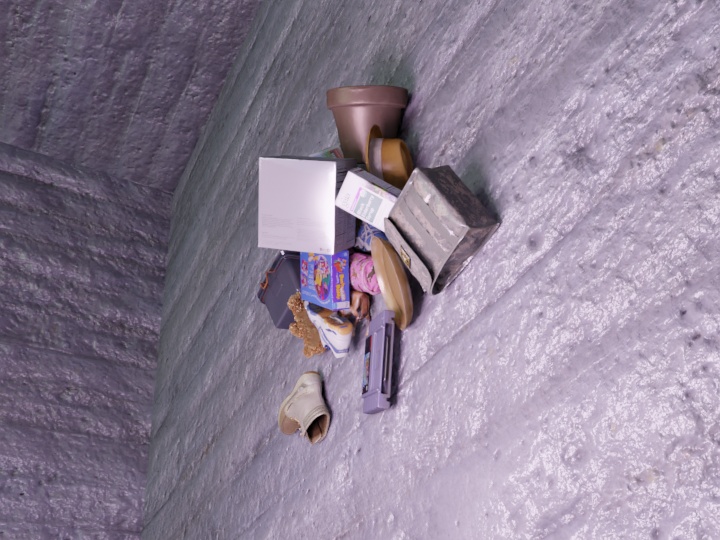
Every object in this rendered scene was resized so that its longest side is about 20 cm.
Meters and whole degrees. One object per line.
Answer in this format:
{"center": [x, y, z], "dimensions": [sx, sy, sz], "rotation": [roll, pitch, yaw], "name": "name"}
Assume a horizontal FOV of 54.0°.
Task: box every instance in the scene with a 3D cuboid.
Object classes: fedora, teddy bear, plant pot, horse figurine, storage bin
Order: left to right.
{"center": [-0.196, 0.062, 1.960], "dimensions": [0.201, 0.144, 0.135], "rotation": [-58, 41, 31], "name": "storage bin"}
{"center": [-0.123, 0.126, 1.812], "dimensions": [0.145, 0.067, 0.200], "rotation": [-43, 55, 1], "name": "teddy bear"}
{"center": [-0.021, 0.097, 1.673], "dimensions": [0.199, 0.049, 0.135], "rotation": [-27, 59, 60], "name": "horse figurine"}
{"center": [0.018, -0.348, 1.711], "dimensions": [0.200, 0.197, 0.178], "rotation": [-165, 71, -64], "name": "plant pot"}
{"center": [0.071, -0.229, 1.585], "dimensions": [0.080, 0.201, 0.204], "rotation": [-5, 65, 17], "name": "fedora"}
{"center": [0.068, 0.023, 1.459], "dimensions": [0.200, 0.027, 0.203], "rotation": [163, 91, -80], "name": "plant pot"}

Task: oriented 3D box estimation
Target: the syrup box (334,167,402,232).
{"center": [0.053, -0.132, 1.471], "dimensions": [0.080, 0.198, 0.081], "rotation": [-64, -9, 20], "name": "syrup box"}

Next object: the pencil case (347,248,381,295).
{"center": [0.000, 0.000, 1.648], "dimensions": [0.083, 0.087, 0.199], "rotation": [-44, 23, -13], "name": "pencil case"}

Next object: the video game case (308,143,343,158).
{"center": [-0.058, -0.257, 1.857], "dimensions": [0.017, 0.144, 0.199], "rotation": [-38, 17, -20], "name": "video game case"}

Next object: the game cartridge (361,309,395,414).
{"center": [0.036, 0.195, 1.489], "dimensions": [0.130, 0.038, 0.203], "rotation": [139, 138, -65], "name": "game cartridge"}

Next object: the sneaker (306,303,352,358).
{"center": [-0.080, 0.139, 1.660], "dimensions": [0.200, 0.074, 0.090], "rotation": [-139, 49, -62], "name": "sneaker"}

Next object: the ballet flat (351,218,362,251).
{"center": [-0.044, -0.056, 1.772], "dimensions": [0.200, 0.070, 0.072], "rotation": [-50, 35, 48], "name": "ballet flat"}

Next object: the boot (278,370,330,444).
{"center": [-0.140, 0.371, 1.745], "dimensions": [0.202, 0.071, 0.155], "rotation": [-61, 32, 26], "name": "boot"}

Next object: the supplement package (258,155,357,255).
{"center": [-0.118, -0.154, 1.599], "dimensions": [0.147, 0.188, 0.204], "rotation": [-29, -56, -68], "name": "supplement package"}

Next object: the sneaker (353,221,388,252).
{"center": [0.037, -0.078, 1.618], "dimensions": [0.199, 0.075, 0.078], "rotation": [20, 98, 63], "name": "sneaker"}

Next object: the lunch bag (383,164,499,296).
{"center": [0.133, -0.070, 1.325], "dimensions": [0.165, 0.117, 0.201], "rotation": [54, 133, 25], "name": "lunch bag"}

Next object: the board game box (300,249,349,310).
{"center": [-0.089, 0.013, 1.691], "dimensions": [0.199, 0.044, 0.137], "rotation": [13, 105, 63], "name": "board game box"}
